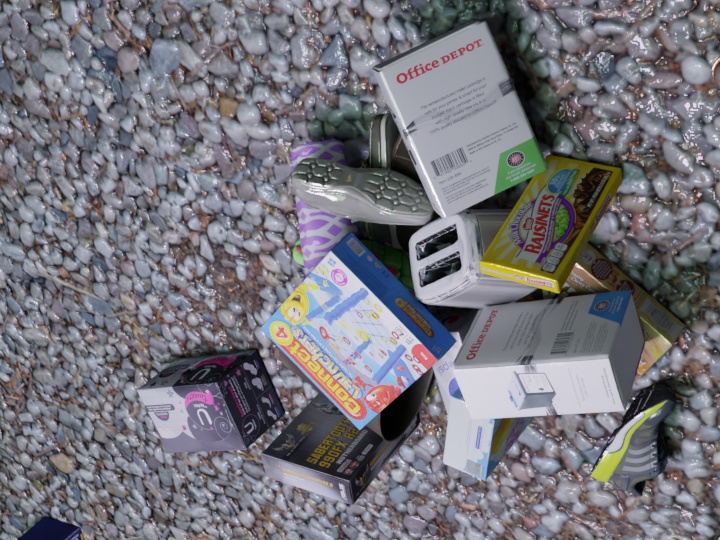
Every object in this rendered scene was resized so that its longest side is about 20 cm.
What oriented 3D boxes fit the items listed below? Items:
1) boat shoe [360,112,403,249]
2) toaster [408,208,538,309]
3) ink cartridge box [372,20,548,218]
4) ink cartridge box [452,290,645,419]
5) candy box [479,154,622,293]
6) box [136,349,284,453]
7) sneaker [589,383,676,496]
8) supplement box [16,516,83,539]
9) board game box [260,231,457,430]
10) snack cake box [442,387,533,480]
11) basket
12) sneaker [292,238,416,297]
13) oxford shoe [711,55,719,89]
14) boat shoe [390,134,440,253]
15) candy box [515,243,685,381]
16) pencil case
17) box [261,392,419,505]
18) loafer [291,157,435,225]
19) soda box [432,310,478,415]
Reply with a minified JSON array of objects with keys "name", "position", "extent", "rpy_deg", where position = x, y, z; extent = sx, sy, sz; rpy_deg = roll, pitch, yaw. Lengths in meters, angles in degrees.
[{"name":"boat shoe","position":[0.029,-0.121,1.693],"extent":[0.060,0.072,0.203],"rpy_deg":[10,126,26]},{"name":"toaster","position":[0.151,-0.016,1.591],"extent":[0.200,0.129,0.114],"rpy_deg":[-24,69,56]},{"name":"ink cartridge box","position":[0.121,-0.188,1.533],"extent":[0.145,0.084,0.201],"rpy_deg":[-25,104,0]},{"name":"ink cartridge box","position":[0.233,0.104,1.533],"extent":[0.199,0.147,0.086],"rpy_deg":[-9,118,29]},{"name":"candy box","position":[0.231,-0.060,1.498],"extent":[0.102,0.200,0.026],"rpy_deg":[13,141,30]},{"name":"box","position":[-0.251,0.219,2.074],"extent":[0.199,0.115,0.133],"rpy_deg":[-9,111,39]},{"name":"sneaker","position":[0.380,0.227,1.661],"extent":[0.081,0.074,0.200],"rpy_deg":[30,138,9]},{"name":"supplement box","position":[-0.637,0.637,2.613],"extent":[0.109,0.109,0.201],"rpy_deg":[9,122,32]},{"name":"board game box","position":[-0.006,0.084,1.657],"extent":[0.200,0.056,0.196],"rpy_deg":[45,132,2]},{"name":"snack cake box","position":[0.188,0.173,1.668],"extent":[0.067,0.200,0.116],"rpy_deg":[20,127,24]},{"name":"basket","position":[-0.010,0.130,1.835],"extent":[0.199,0.136,0.181],"rpy_deg":[22,105,30]},{"name":"sneaker","position":[0.000,0.000,1.802],"extent":[0.199,0.077,0.084],"rpy_deg":[21,156,20]},{"name":"oxford shoe","position":[0.462,-0.167,1.350],"extent":[0.200,0.073,0.071],"rpy_deg":[37,133,12]},{"name":"boat shoe","position":[0.086,-0.120,1.658],"extent":[0.072,0.068,0.201],"rpy_deg":[29,132,28]},{"name":"candy box","position":[0.302,0.051,1.611],"extent":[0.200,0.055,0.116],"rpy_deg":[42,132,8]},{"name":"pencil case","position":[-0.048,-0.081,1.724],"extent":[0.083,0.086,0.201],"rpy_deg":[-5,88,-1]},{"name":"box","position":[-0.027,0.252,1.875],"extent":[0.158,0.200,0.049],"rpy_deg":[13,127,31]},{"name":"loafer","position":[0.005,-0.096,1.637],"extent":[0.199,0.070,0.070],"rpy_deg":[18,150,17]},{"name":"soda box","position":[0.155,0.159,1.776],"extent":[0.063,0.068,0.201],"rpy_deg":[-2,114,37]}]
